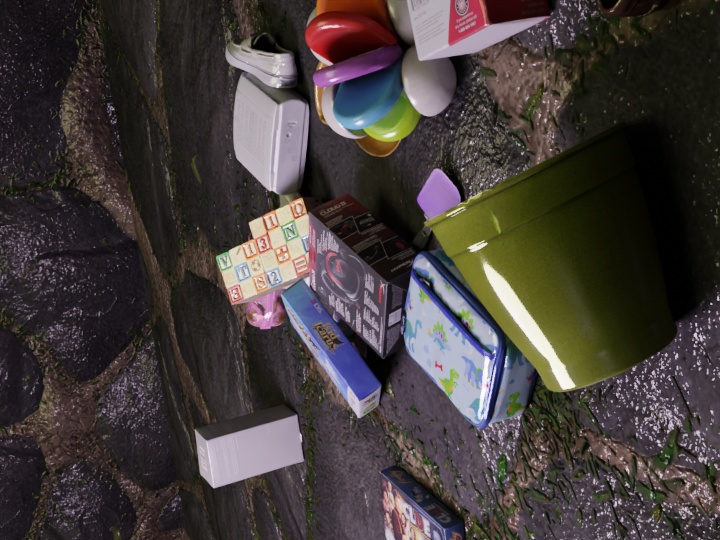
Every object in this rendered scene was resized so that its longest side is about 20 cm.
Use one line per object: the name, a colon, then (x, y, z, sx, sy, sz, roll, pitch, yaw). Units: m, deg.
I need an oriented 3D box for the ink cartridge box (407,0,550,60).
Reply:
ink cartridge box: (0.105, -0.334, 0.988, 0.147, 0.085, 0.202, -3, 98, 67)

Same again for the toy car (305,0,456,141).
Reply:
toy car: (0.004, -0.249, 1.125, 0.174, 0.150, 0.202, -9, 94, 36)

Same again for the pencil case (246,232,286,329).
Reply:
pencil case: (-0.171, 0.015, 1.794, 0.082, 0.086, 0.201, 27, 134, 21)

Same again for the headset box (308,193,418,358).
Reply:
headset box: (0.000, 0.000, 1.350, 0.200, 0.075, 0.149, 42, 145, 35)

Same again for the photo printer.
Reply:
photo printer: (-0.157, -0.240, 1.629, 0.200, 0.069, 0.168, 43, 133, 52)

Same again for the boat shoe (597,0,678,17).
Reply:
boat shoe: (0.223, -0.304, 0.763, 0.070, 0.070, 0.202, 29, 127, 60)

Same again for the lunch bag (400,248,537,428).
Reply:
lunch bag: (0.129, 0.072, 1.158, 0.200, 0.082, 0.162, 51, 143, 43)

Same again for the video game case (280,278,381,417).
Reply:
video game case: (-0.044, 0.124, 1.479, 0.200, 0.045, 0.181, 53, 170, 13)

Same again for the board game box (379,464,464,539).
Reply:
board game box: (0.093, 0.399, 1.460, 0.200, 0.034, 0.137, 27, 126, 60)

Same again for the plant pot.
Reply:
plant pot: (0.189, -0.002, 0.879, 0.194, 0.199, 0.200, 64, 156, -1)

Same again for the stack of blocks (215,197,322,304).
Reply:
stack of blocks: (-0.140, -0.031, 1.590, 0.199, 0.058, 0.116, -23, 82, 29)

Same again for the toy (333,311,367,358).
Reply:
toy: (-0.022, 0.031, 1.508, 0.115, 0.047, 0.201, 48, 144, 45)

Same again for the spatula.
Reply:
spatula: (0.085, -0.054, 1.254, 0.057, 0.020, 0.200, 50, 153, 17)

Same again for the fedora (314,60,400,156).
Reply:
fedora: (-0.009, -0.243, 1.291, 0.201, 0.081, 0.202, 43, 140, 53)

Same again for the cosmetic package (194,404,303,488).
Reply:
cosmetic package: (-0.221, 0.350, 1.935, 0.090, 0.199, 0.108, 18, 116, 61)

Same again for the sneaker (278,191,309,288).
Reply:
sneaker: (-0.131, -0.048, 1.656, 0.081, 0.088, 0.202, 39, 135, 54)

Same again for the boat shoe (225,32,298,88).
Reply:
boat shoe: (-0.165, -0.361, 1.596, 0.200, 0.071, 0.066, 44, 136, 50)
